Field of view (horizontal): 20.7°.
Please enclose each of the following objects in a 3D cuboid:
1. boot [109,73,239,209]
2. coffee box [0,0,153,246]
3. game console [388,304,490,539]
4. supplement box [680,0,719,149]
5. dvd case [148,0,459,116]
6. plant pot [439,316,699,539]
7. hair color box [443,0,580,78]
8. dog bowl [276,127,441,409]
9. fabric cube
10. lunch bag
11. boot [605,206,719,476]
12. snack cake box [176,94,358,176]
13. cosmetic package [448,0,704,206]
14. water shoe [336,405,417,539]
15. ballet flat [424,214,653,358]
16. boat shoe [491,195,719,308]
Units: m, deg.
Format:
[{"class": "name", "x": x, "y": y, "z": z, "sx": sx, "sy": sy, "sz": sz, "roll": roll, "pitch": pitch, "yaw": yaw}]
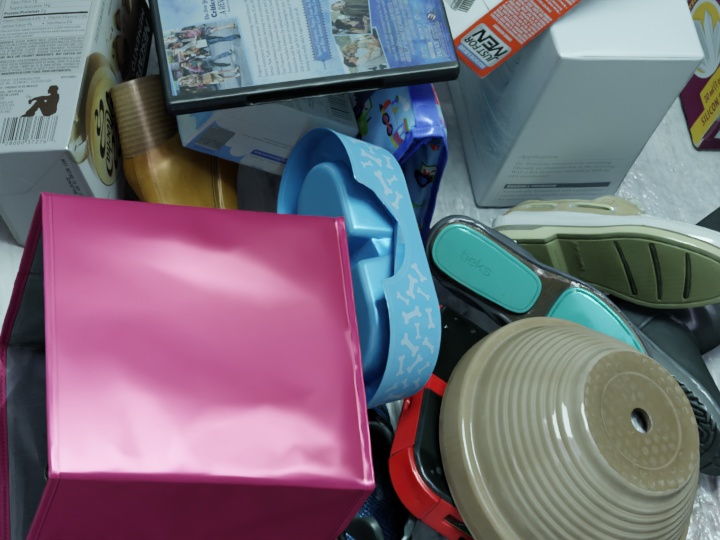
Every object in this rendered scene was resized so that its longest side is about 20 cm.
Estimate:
[{"class": "boot", "x": -0.111, "y": -0.075, "z": 1.441, "sx": 0.201, "sy": 0.070, "sz": 0.145, "roll": -24, "pitch": 98, "yaw": -62}, {"class": "coffee box", "x": -0.210, "y": -0.133, "z": 1.403, "sx": 0.079, "sy": 0.113, "sz": 0.201, "roll": -2, "pitch": 56, "yaw": 12}, {"class": "game console", "x": 0.112, "y": 0.135, "z": 1.366, "sx": 0.199, "sy": 0.031, "sz": 0.178, "roll": 34, "pitch": 39, "yaw": -17}, {"class": "supplement box", "x": 0.323, "y": -0.217, "z": 1.629, "sx": 0.102, "sy": 0.131, "sz": 0.202, "roll": 0, "pitch": 59, "yaw": -18}, {"class": "dvd case", "x": -0.043, "y": -0.176, "z": 1.330, "sx": 0.198, "sy": 0.018, "sz": 0.144, "roll": -8, "pitch": 58, "yaw": -7}, {"class": "plant pot", "x": 0.157, "y": 0.115, "z": 1.307, "sx": 0.199, "sy": 0.093, "sz": 0.203, "roll": 16, "pitch": 58, "yaw": -27}, {"class": "hair color box", "x": 0.127, "y": -0.243, "z": 1.375, "sx": 0.064, "sy": 0.199, "sz": 0.111, "roll": 33, "pitch": 25, "yaw": -52}, {"class": "dog bowl", "x": 0.000, "y": 0.000, "z": 1.329, "sx": 0.049, "sy": 0.111, "sz": 0.202, "roll": 2, "pitch": 61, "yaw": -31}, {"class": "fabric cube", "x": -0.121, "y": 0.088, "z": 1.259, "sx": 0.197, "sy": 0.200, "sz": 0.198, "roll": 3, "pitch": 58, "yaw": -19}, {"class": "lunch bag", "x": 0.017, "y": -0.115, "z": 1.424, "sx": 0.093, "sy": 0.200, "sz": 0.152, "roll": -2, "pitch": 60, "yaw": -19}, {"class": "boot", "x": 0.282, "y": 0.045, "z": 1.499, "sx": 0.199, "sy": 0.066, "sz": 0.165, "roll": -30, "pitch": 71, "yaw": -34}, {"class": "snack cake box", "x": -0.084, "y": -0.171, "z": 1.409, "sx": 0.114, "sy": 0.067, "sz": 0.201, "roll": 15, "pitch": 47, "yaw": -38}, {"class": "cosmetic package", "x": 0.151, "y": -0.186, "z": 1.511, "sx": 0.122, "sy": 0.200, "sz": 0.201, "roll": -1, "pitch": 59, "yaw": -19}, {"class": "water shoe", "x": -0.001, "y": 0.109, "z": 1.356, "sx": 0.071, "sy": 0.079, "sz": 0.201, "roll": -8, "pitch": 63, "yaw": -22}, {"class": "ballet flat", "x": 0.132, "y": 0.027, "z": 1.438, "sx": 0.199, "sy": 0.073, "sz": 0.073, "roll": 36, "pitch": 55, "yaw": -1}, {"class": "boat shoe", "x": 0.189, "y": -0.023, "z": 1.460, "sx": 0.198, "sy": 0.075, "sz": 0.069, "roll": 7, "pitch": 42, "yaw": 23}]
